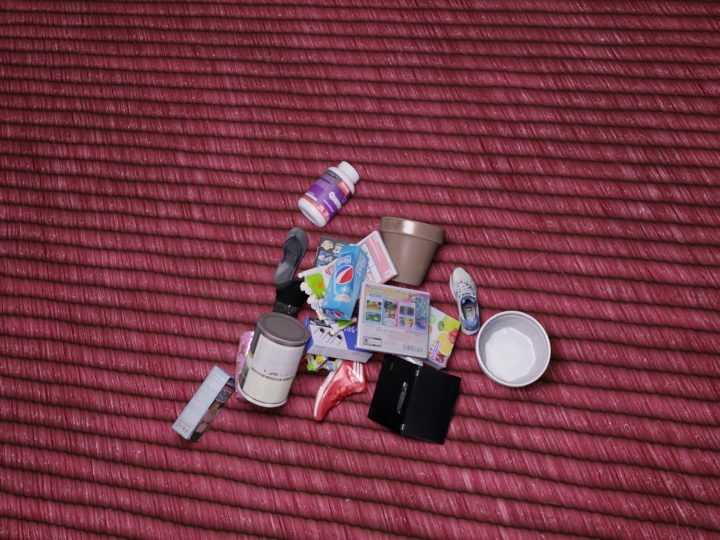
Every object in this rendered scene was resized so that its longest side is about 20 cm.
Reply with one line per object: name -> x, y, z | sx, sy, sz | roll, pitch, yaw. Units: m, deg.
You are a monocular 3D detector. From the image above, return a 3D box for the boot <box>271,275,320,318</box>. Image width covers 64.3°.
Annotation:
boot -> -0.193, 0.112, 1.659 | 0.078, 0.210, 0.161 | 23, 65, -30

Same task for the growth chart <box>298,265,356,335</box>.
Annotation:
growth chart -> -0.094, 0.080, 1.592 | 0.018, 0.144, 0.203 | -26, 94, 35

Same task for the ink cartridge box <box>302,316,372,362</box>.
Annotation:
ink cartridge box -> -0.064, 0.193, 1.594 | 0.044, 0.197, 0.095 | -50, 41, 31

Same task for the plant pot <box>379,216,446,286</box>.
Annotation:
plant pot -> 0.138, -0.050, 1.669 | 0.196, 0.200, 0.179 | 12, 89, 11

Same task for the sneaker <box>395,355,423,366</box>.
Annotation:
sneaker -> 0.109, 0.203, 1.634 | 0.071, 0.073, 0.201 | -33, 71, -7

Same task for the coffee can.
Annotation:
coffee can -> -0.232, 0.236, 1.524 | 0.144, 0.146, 0.203 | 26, 109, 15

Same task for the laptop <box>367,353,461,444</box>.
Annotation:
laptop -> 0.147, 0.353, 1.586 | 0.198, 0.115, 0.191 | 14, 86, 41

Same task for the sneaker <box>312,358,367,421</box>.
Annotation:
sneaker -> -0.049, 0.340, 1.603 | 0.114, 0.079, 0.203 | 21, 76, 15

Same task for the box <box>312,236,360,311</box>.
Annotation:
box -> -0.049, 0.010, 1.732 | 0.196, 0.050, 0.203 | 10, 72, 11

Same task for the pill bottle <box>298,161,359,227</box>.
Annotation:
pill bottle -> -0.095, -0.242, 1.793 | 0.112, 0.113, 0.201 | 38, 79, 18

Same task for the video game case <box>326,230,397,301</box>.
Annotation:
video game case -> 0.000, 0.000, 1.651 | 0.198, 0.017, 0.145 | -34, 68, 24

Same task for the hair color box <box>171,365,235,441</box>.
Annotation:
hair color box -> -0.435, 0.378, 1.625 | 0.060, 0.099, 0.202 | 31, 77, 16

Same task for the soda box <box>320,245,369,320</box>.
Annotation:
soda box -> -0.041, 0.033, 1.573 | 0.063, 0.068, 0.203 | -2, 55, 30

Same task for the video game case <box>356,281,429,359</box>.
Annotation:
video game case -> 0.091, 0.134, 1.550 | 0.196, 0.024, 0.186 | 10, 69, -11

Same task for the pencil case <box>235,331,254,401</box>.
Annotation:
pencil case -> -0.314, 0.275, 1.655 | 0.081, 0.086, 0.204 | -10, 70, 24

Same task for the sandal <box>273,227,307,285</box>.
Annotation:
sandal -> -0.214, -0.046, 1.771 | 0.074, 0.048, 0.204 | 12, 68, 9

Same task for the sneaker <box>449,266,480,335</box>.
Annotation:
sneaker -> 0.307, 0.078, 1.645 | 0.075, 0.085, 0.204 | -12, 69, 2

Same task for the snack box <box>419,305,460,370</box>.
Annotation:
snack box -> 0.168, 0.167, 1.603 | 0.197, 0.053, 0.144 | 28, 65, -7

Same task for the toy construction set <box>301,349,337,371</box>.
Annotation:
toy construction set -> -0.162, 0.251, 1.628 | 0.198, 0.092, 0.133 | -29, 79, 28

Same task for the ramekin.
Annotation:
ramekin -> 0.412, 0.223, 1.570 | 0.195, 0.105, 0.205 | -2, 70, 6
